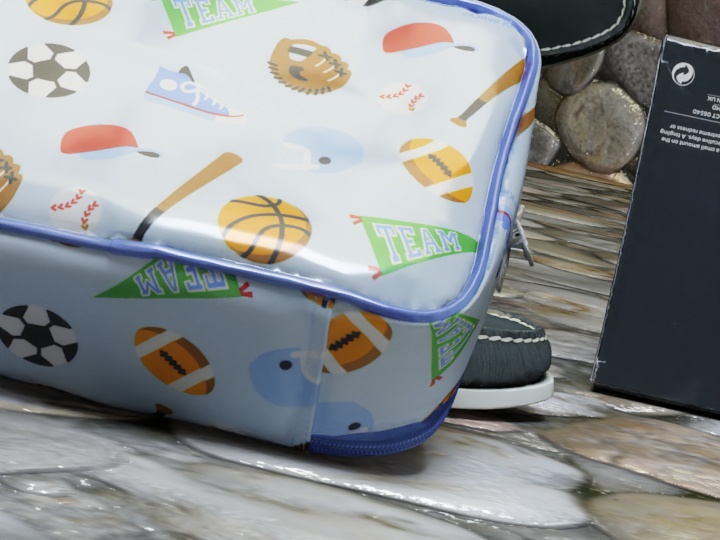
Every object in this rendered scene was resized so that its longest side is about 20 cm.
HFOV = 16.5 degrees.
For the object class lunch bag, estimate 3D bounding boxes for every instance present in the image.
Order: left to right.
[{"bbox_3d":[-0.043,-0.032,0.732,0.198,0.076,0.161,14,45,3],"label":"lunch bag"}]

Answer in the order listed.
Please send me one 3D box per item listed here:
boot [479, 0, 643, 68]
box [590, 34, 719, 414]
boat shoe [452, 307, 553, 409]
[{"bbox_3d":[0.014,-0.102,1.020,0.202,0.074,0.154,2,18,7],"label":"boot"},{"bbox_3d":[0.153,-0.021,1.059,0.078,0.142,0.200,15,6,8],"label":"box"},{"bbox_3d":[-0.019,0.005,0.833,0.199,0.061,0.076,9,6,-28],"label":"boat shoe"}]
